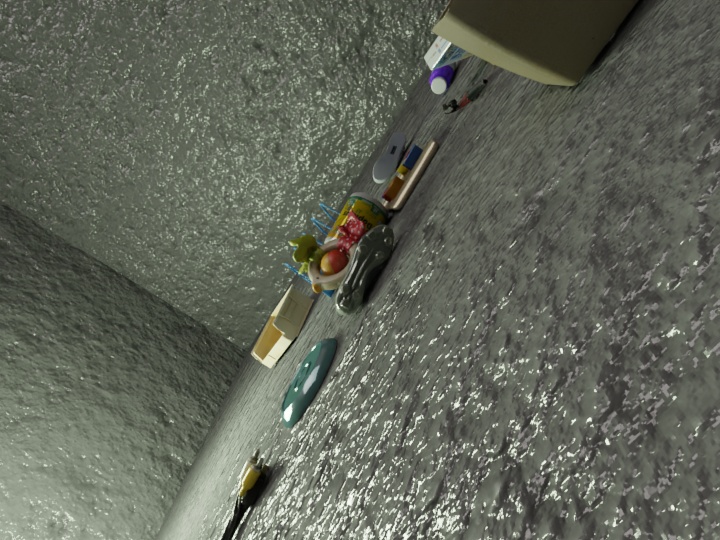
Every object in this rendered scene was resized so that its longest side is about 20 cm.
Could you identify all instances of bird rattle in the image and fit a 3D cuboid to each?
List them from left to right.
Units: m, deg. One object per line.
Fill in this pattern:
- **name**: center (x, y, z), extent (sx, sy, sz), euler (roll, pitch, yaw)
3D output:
- **bird rattle**: center (-0.050, -0.027, 1.178), extent (0.114, 0.195, 0.165), euler (71, -175, -48)

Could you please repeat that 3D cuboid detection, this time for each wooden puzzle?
- **wooden puzzle**: center (0.108, -0.237, 1.329), extent (0.187, 0.046, 0.200), euler (-58, 9, 2)

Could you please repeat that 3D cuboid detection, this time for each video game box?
- **video game box**: center (0.270, -0.575, 1.276), extent (0.198, 0.047, 0.182), euler (-29, -7, -27)

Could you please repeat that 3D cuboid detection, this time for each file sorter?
- **file sorter**: center (-0.095, -0.058, 1.450), extent (0.203, 0.121, 0.139), euler (-59, -21, -6)

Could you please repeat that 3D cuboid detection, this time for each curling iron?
- **curling iron**: center (0.231, -0.377, 1.168), extent (0.049, 0.026, 0.200), euler (-22, 7, -12)

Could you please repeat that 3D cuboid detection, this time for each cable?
- **cable**: center (-0.227, 0.425, 0.979), extent (0.202, 0.050, 0.097), euler (-60, 8, -12)

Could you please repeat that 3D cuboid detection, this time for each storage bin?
- **storage bin**: center (-0.262, 0.191, 1.790), extent (0.200, 0.093, 0.200), euler (-50, 12, 42)

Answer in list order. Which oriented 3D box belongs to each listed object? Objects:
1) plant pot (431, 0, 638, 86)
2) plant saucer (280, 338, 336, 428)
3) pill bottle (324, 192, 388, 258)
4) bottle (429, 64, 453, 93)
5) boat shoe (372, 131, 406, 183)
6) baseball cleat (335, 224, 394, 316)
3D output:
- **plant pot**: center (0.218, -0.336, 0.647), extent (0.201, 0.175, 0.201), euler (-54, 9, 18)
- **plant saucer**: center (-0.111, 0.222, 1.092), extent (0.202, 0.027, 0.201), euler (-57, 9, 13)
- **pill bottle**: center (-0.021, -0.079, 1.308), extent (0.203, 0.112, 0.113), euler (-60, 10, -15)
- **bottle**: center (0.257, -0.614, 1.687), extent (0.084, 0.065, 0.202), euler (-52, 12, 37)
- **boat shoe**: center (0.098, -0.358, 1.754), extent (0.070, 0.069, 0.203), euler (78, -147, -63)
- **baseball cleat**: center (0.000, 0.000, 1.084), extent (0.202, 0.069, 0.106), euler (-58, 2, -16)
